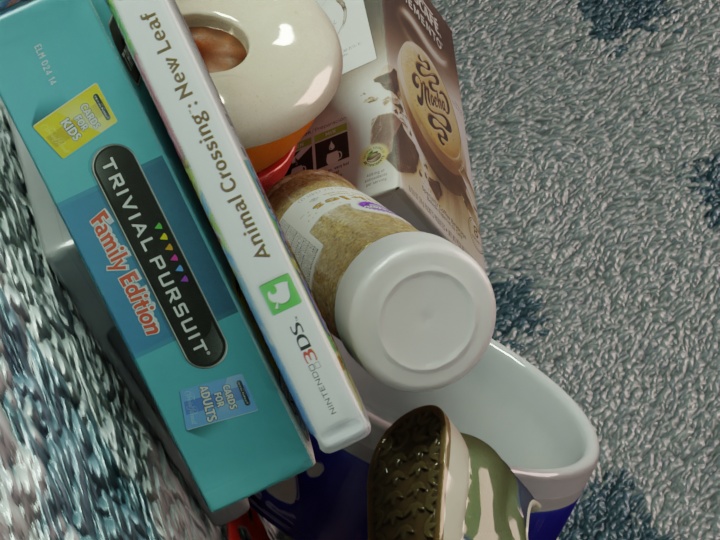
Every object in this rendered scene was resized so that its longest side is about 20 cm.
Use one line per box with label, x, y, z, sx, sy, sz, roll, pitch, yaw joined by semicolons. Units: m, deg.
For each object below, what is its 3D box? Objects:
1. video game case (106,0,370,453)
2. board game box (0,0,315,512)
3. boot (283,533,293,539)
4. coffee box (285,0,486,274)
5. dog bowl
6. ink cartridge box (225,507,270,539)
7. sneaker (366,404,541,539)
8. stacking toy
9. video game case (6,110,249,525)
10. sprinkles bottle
video game case;-0.046;-0.023;0.719;0.200;0.022;0.182;-170;-125;-88
board game box;-0.084;-0.023;0.732;0.151;0.047;0.200;-115;180;-75
boot;0.014;0.186;1.087;0.107;0.075;0.200;69;-16;-8
coffee box;0.007;-0.087;1.079;0.113;0.080;0.200;45;31;-48
dog bowl;0.021;0.085;0.967;0.200;0.079;0.200;22;17;-7
ink cartridge box;-0.013;0.184;0.912;0.200;0.044;0.174;-116;-178;-77
sneaker;0.043;0.164;0.804;0.090;0.067;0.200;34;50;-33
stacking toy;-0.089;-0.057;1.001;0.200;0.146;0.146;97;-25;-46
video game case;-0.113;-0.007;0.846;0.200;0.023;0.182;-116;-179;-49
sprinkles bottle;0.000;0.000;0.880;0.068;0.068;0.200;65;-10;-19
